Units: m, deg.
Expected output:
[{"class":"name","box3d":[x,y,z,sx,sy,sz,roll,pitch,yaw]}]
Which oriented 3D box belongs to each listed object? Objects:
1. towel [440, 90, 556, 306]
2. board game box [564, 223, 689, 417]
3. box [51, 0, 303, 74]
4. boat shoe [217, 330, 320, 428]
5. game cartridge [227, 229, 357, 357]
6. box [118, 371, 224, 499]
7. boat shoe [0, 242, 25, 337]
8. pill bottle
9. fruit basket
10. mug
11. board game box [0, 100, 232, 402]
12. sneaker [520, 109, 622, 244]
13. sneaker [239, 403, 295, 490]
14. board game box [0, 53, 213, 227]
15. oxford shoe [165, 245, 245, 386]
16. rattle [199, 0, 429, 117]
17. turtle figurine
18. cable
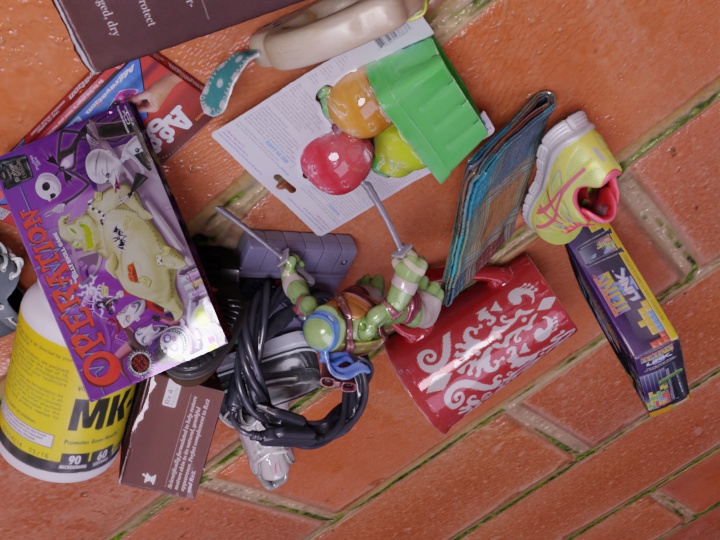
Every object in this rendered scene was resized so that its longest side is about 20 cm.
[{"class":"towel","box3d":[0.136,-0.068,0.946,0.147,0.022,0.201,-44,155,-33]},{"class":"board game box","box3d":[0.303,0.046,1.087,0.056,0.202,0.166,-27,143,8]},{"class":"box","box3d":[-0.101,-0.250,0.529,0.197,0.167,0.165,-21,143,-4]},{"class":"boat shoe","box3d":[-0.133,0.133,1.012,0.198,0.072,0.072,-26,149,14]},{"class":"game cartridge","box3d":[-0.097,0.039,1.000,0.128,0.039,0.201,-2,138,-33]},{"class":"box","box3d":[-0.181,0.130,0.892,0.074,0.200,0.102,16,93,-13]},{"class":"boat shoe","box3d":[-0.314,-0.006,0.791,0.061,0.074,0.201,-9,147,-17]},{"class":"pill bottle","box3d":[-0.248,0.074,0.829,0.113,0.114,0.202,4,118,-32]},{"class":"fruit basket","box3d":[0.000,-0.124,0.821,0.198,0.095,0.185,-25,145,19]},{"class":"mug","box3d":[0.135,0.073,1.090,0.199,0.134,0.178,-34,144,8]},{"class":"board game box","box3d":[-0.192,-0.014,0.732,0.119,0.202,0.032,-23,-178,4]},{"class":"sneaker","box3d":[0.223,-0.071,0.971,0.078,0.091,0.201,-36,155,-9]},{"class":"sneaker","box3d":[-0.109,0.195,1.126,0.077,0.100,0.201,-18,143,-8]},{"class":"board game box","box3d":[-0.217,-0.098,0.775,0.199,0.020,0.103,-39,142,18]},{"class":"oxford shoe","box3d":[-0.137,0.055,0.844,0.071,0.201,0.086,5,114,-1]},{"class":"rattle","box3d":[-0.059,-0.211,0.693,0.198,0.131,0.143,-8,134,31]},{"class":"turtle figurine","box3d":[0.000,0.000,0.885,0.143,0.202,0.193,-31,166,19]},{"class":"cable","box3d":[-0.058,0.095,0.948,0.050,0.166,0.199,-12,164,38]}]
